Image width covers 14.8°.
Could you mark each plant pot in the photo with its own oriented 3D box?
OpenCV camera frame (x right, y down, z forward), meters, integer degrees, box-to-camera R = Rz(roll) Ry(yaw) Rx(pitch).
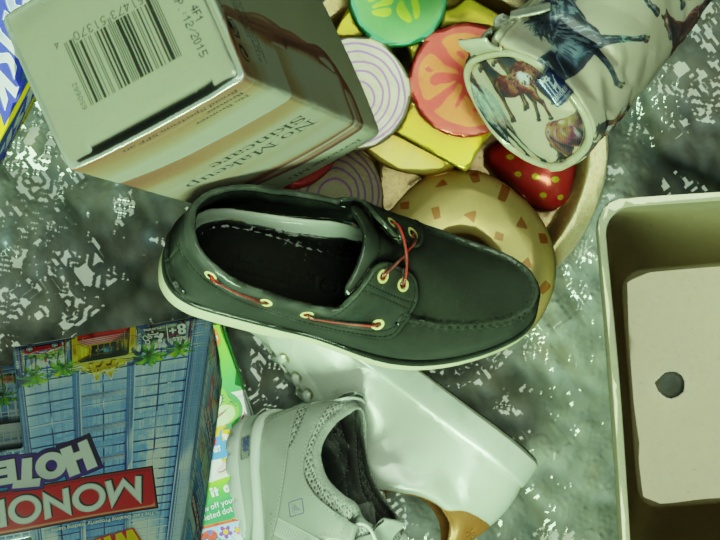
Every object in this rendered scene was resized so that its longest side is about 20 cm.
[{"bbox_3d":[0.215,0.058,1.425,0.200,0.177,0.200,-4,91,-3],"label":"plant pot"}]

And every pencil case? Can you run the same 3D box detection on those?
[{"bbox_3d":[0.136,-0.149,1.440,0.200,0.078,0.089,-51,130,-24],"label":"pencil case"}]

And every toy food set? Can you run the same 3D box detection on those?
[{"bbox_3d":[0.034,-0.066,1.479,0.198,0.049,0.200,28,90,-3],"label":"toy food set"}]

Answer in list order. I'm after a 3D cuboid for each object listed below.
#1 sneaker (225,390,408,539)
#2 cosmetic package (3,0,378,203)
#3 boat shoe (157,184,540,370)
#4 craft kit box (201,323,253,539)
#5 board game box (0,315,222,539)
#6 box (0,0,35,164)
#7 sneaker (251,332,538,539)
[{"bbox_3d":[-0.012,0.153,1.391,0.082,0.075,0.200,-29,66,30],"label":"sneaker"},{"bbox_3d":[-0.078,-0.094,1.361,0.103,0.200,0.087,-28,78,16],"label":"cosmetic package"},{"bbox_3d":[0.000,0.003,1.409,0.201,0.063,0.074,9,65,-13],"label":"boat shoe"},{"bbox_3d":[-0.138,0.146,1.477,0.200,0.049,0.198,-18,94,-3],"label":"craft kit box"},{"bbox_3d":[-0.156,0.132,1.370,0.200,0.062,0.200,-10,51,-3],"label":"board game box"},{"bbox_3d":[-0.199,-0.109,1.455,0.064,0.070,0.200,29,89,-2],"label":"box"},{"bbox_3d":[-0.007,0.077,1.466,0.200,0.073,0.085,37,86,-4],"label":"sneaker"}]
